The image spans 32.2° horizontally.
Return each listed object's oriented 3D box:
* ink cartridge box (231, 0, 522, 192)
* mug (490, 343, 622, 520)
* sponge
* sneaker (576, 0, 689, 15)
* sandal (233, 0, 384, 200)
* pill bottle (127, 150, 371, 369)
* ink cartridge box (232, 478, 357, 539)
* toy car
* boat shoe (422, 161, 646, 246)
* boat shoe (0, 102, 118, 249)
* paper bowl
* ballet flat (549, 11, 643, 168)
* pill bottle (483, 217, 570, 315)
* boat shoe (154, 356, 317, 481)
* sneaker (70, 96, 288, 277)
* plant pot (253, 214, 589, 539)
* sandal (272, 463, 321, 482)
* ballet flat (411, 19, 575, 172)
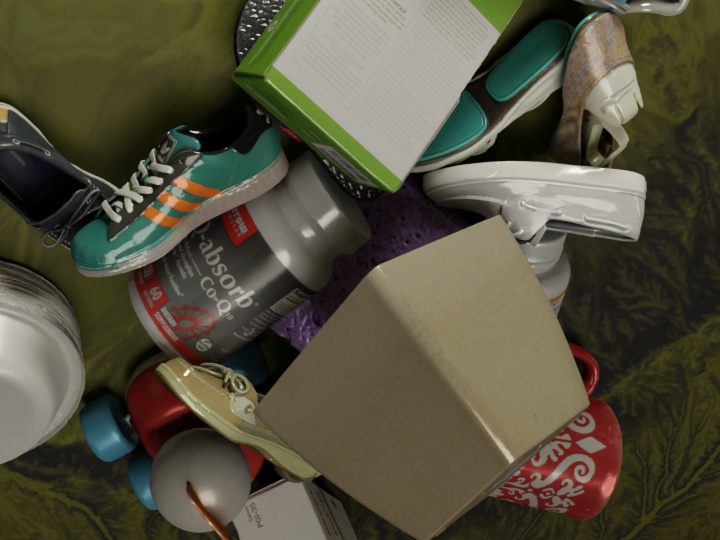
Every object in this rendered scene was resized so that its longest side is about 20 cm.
[{"bbox_3d":[0.019,-0.187,1.000,0.148,0.076,0.201,39,81,-27],"label":"ink cartridge box"},{"bbox_3d":[0.163,0.166,1.347,0.198,0.179,0.133,12,163,-22],"label":"mug"},{"bbox_3d":[0.000,0.000,1.163,0.111,0.030,0.200,40,113,-3],"label":"sponge"},{"bbox_3d":[0.186,-0.250,1.019,0.198,0.087,0.075,4,128,-20],"label":"sneaker"},{"bbox_3d":[-0.044,-0.141,1.047,0.075,0.045,0.200,-42,116,-9],"label":"sandal"},{"bbox_3d":[-0.096,-0.009,1.100,0.199,0.116,0.116,-36,130,12],"label":"pill bottle"},{"bbox_3d":[-0.049,0.308,1.305,0.082,0.147,0.200,-26,158,2],"label":"ink cartridge box"},{"bbox_3d":[-0.147,0.192,1.190,0.183,0.201,0.177,-27,131,5],"label":"toy car"},{"bbox_3d":[0.154,-0.056,1.111,0.198,0.069,0.072,4,172,-6],"label":"boat shoe"},{"bbox_3d":[-0.252,-0.058,1.046,0.074,0.062,0.200,-35,131,9],"label":"boat shoe"},{"bbox_3d":[-0.347,0.097,1.112,0.199,0.105,0.202,-10,131,-12],"label":"paper bowl"},{"bbox_3d":[0.211,-0.143,1.085,0.068,0.067,0.200,-34,156,-12],"label":"ballet flat"},{"bbox_3d":[0.138,0.031,1.215,0.108,0.110,0.201,-1,128,-17],"label":"pill bottle"},{"bbox_3d":[-0.096,0.119,1.095,0.200,0.073,0.063,38,85,-36],"label":"boat shoe"},{"bbox_3d":[-0.158,-0.073,1.025,0.199,0.071,0.080,-33,129,-12],"label":"sneaker"},{"bbox_3d":[0.068,0.102,1.044,0.199,0.177,0.200,-22,159,-51],"label":"plant pot"},{"bbox_3d":[0.011,0.149,1.189,0.199,0.055,0.082,-25,122,-11],"label":"sandal"},{"bbox_3d":[0.114,-0.141,1.104,0.199,0.070,0.069,-36,130,11],"label":"ballet flat"}]
